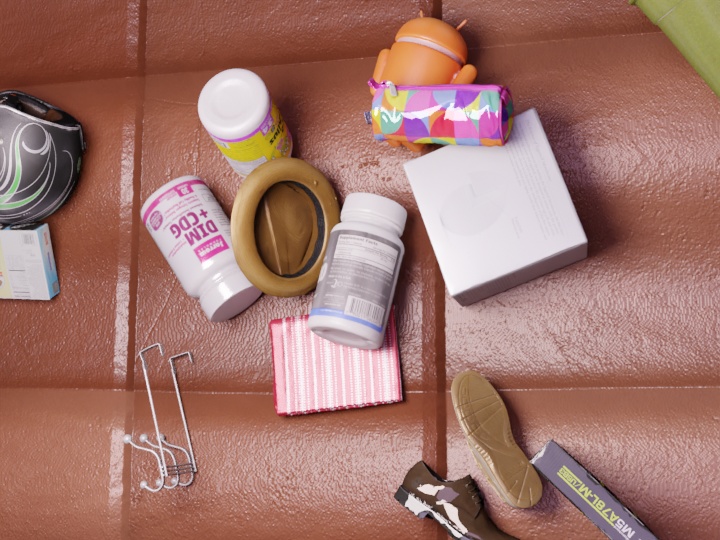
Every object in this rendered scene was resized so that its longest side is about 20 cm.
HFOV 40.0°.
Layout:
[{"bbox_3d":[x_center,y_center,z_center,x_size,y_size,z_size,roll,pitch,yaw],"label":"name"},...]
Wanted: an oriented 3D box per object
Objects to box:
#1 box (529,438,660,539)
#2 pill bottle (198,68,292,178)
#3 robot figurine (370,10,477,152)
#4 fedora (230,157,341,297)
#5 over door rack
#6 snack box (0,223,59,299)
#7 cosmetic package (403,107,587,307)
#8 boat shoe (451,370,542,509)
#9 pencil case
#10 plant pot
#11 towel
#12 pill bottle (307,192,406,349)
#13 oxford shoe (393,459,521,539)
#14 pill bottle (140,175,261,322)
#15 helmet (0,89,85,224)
[{"bbox_3d":[0.302,0.296,1.259,0.048,0.200,0.193,-45,75,1],"label":"box"},{"bbox_3d":[-0.159,-0.199,1.439,0.102,0.200,0.106,-4,70,10],"label":"pill bottle"},{"bbox_3d":[0.089,-0.278,1.439,0.115,0.144,0.203,21,87,-19],"label":"robot figurine"},{"bbox_3d":[-0.120,-0.064,1.459,0.081,0.198,0.204,8,81,59],"label":"fedora"},{"bbox_3d":[-0.292,0.216,1.444,0.065,0.148,0.204,-5,81,7],"label":"over door rack"},{"bbox_3d":[-0.585,-0.016,1.580,0.196,0.037,0.118,2,111,14],"label":"snack box"},{"bbox_3d":[0.191,-0.084,1.381,0.197,0.123,0.203,-21,77,10],"label":"cosmetic package"},{"bbox_3d":[0.178,0.238,1.364,0.073,0.069,0.203,-20,71,-15],"label":"boat shoe"},{"bbox_3d":[0.106,-0.211,1.322,0.196,0.088,0.090,6,83,18],"label":"pencil case"},{"bbox_3d":[0.495,-0.338,1.328,0.198,0.200,0.192,-32,89,7],"label":"plant pot"},{"bbox_3d":[-0.039,0.133,1.458,0.196,0.022,0.148,-8,78,11],"label":"towel"},{"bbox_3d":[0.000,0.000,1.413,0.112,0.114,0.204,10,74,15],"label":"pill bottle"},{"bbox_3d":[0.147,0.329,1.358,0.198,0.073,0.085,30,88,16],"label":"oxford shoe"},{"bbox_3d":[-0.235,-0.031,1.483,0.113,0.113,0.201,-36,76,6],"label":"pill bottle"},{"bbox_3d":[-0.539,-0.167,1.538,0.198,0.200,0.193,28,103,16],"label":"helmet"}]
